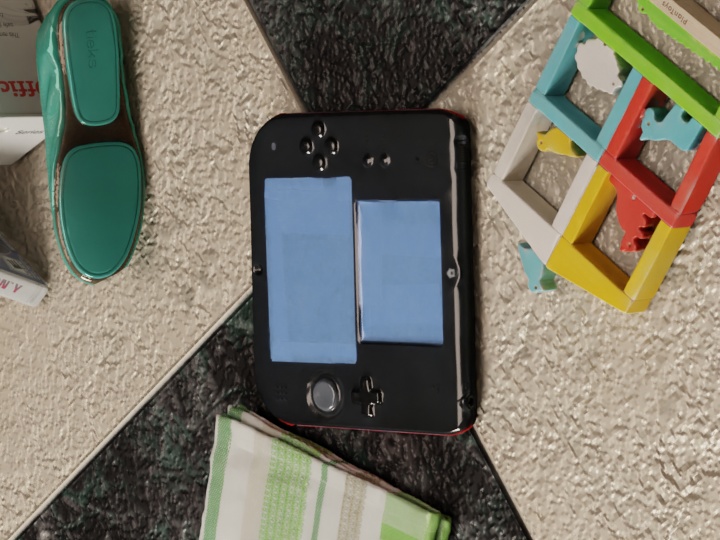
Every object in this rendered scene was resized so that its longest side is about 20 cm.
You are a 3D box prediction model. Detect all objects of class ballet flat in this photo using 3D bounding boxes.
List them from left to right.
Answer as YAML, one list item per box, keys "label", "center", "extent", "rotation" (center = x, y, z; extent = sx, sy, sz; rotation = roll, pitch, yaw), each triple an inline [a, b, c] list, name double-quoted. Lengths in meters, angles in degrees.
- label: "ballet flat"
  center: [-0.188, -0.090, 1.924]
  extent: [0.070, 0.067, 0.200]
  rotation: [178, 88, -69]

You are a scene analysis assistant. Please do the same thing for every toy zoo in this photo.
- label: "toy zoo"
  center: [0.146, -0.069, 1.612]
  extent: [0.131, 0.020, 0.200]
  rotation: [44, 122, 33]

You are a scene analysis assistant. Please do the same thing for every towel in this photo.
- label: "towel"
  center: [-0.027, 0.187, 1.805]
  extent: [0.200, 0.031, 0.149]
  rotation: [23, 112, 39]

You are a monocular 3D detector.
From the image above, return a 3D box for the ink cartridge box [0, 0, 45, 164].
- label: "ink cartridge box"
  center: [-0.308, -0.176, 1.968]
  extent: [0.084, 0.146, 0.200]
  rotation: [-35, 69, 40]

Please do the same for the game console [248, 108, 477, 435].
- label: "game console"
  center: [0.000, 0.000, 1.757]
  extent: [0.177, 0.031, 0.200]
  rotation: [2, 95, 45]

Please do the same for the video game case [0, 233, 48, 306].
- label: "video game case"
  center: [-0.332, -0.060, 1.981]
  extent: [0.023, 0.182, 0.200]
  rotation: [-51, 57, 10]
